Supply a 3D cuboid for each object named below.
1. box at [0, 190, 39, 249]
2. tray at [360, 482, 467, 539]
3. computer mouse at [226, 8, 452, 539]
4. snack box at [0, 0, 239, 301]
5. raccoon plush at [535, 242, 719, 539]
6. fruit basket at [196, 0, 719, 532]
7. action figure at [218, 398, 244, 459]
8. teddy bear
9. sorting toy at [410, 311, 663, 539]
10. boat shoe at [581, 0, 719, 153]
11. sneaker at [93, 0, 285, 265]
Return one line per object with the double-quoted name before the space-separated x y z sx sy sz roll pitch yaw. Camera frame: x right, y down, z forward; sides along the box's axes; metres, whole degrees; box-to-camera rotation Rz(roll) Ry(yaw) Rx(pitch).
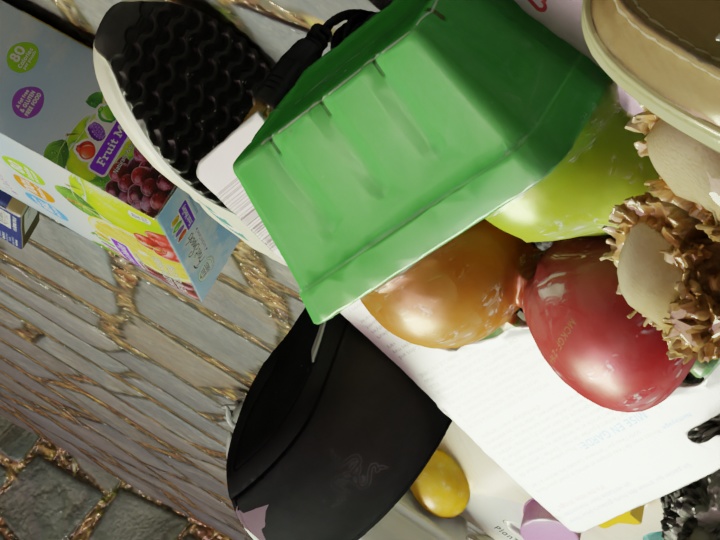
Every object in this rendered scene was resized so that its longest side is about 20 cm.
"box" -0.312 -0.087 1.656 0.199 0.033 0.121 30 168 -2
"tray" 0.023 0.075 1.263 0.107 0.201 0.022 36 122 -25
"computer mouse" 0.000 0.000 0.885 0.140 0.201 0.046 44 156 -27
"snack box" -0.162 -0.075 1.259 0.199 0.068 0.169 30 169 12
"raccoon plush" 0.120 0.067 0.984 0.199 0.134 0.097 18 164 45
"fruit basket" 0.066 -0.010 0.805 0.200 0.094 0.185 40 138 -15
"action figure" -0.046 0.166 1.969 0.200 0.069 0.130 44 172 -35
"teddy bear" 0.167 -0.003 0.691 0.199 0.067 0.146 4 129 17
"sorting toy" 0.132 0.081 1.180 0.200 0.107 0.180 35 148 -20
"boat shoe" 0.150 -0.053 0.595 0.200 0.073 0.063 25 157 19
"sneaker" -0.067 -0.055 1.095 0.093 0.071 0.200 9 159 46
